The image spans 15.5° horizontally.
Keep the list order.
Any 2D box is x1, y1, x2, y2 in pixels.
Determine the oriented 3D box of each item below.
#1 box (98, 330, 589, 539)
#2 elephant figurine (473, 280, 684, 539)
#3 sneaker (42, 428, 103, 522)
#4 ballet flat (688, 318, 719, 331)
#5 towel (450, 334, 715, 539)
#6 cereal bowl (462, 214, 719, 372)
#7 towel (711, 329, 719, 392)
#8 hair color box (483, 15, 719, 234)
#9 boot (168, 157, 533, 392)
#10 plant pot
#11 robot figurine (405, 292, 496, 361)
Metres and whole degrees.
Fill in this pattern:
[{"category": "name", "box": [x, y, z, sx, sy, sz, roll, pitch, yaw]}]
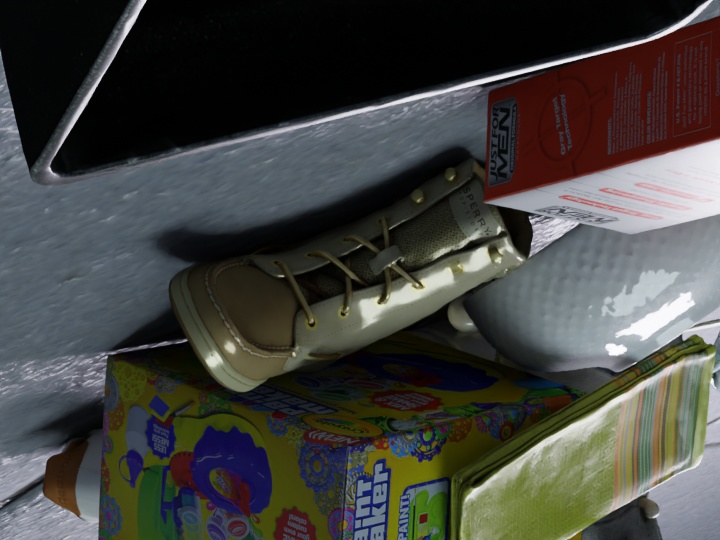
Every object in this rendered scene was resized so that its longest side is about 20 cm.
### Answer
[{"category": "box", "box": [-0.010, 0.115, 1.476, 0.192, 0.122, 0.200, -9, -161, -43]}, {"category": "elephant figurine", "box": [0.125, 0.108, 1.554, 0.155, 0.142, 0.200, -3, -154, 24]}, {"category": "sneaker", "box": [-0.139, 0.120, 1.636, 0.085, 0.073, 0.200, 5, 178, 14]}, {"category": "ballet flat", "box": [0.251, -0.008, 1.728, 0.072, 0.072, 0.200, -8, 159, -44]}, {"category": "towel", "box": [0.123, 0.108, 1.442, 0.200, 0.018, 0.086, -26, 127, -37]}, {"category": "cereal bowl", "box": [0.160, -0.003, 1.483, 0.200, 0.083, 0.200, -35, 178, -1]}, {"category": "towel", "box": [0.258, -0.008, 1.549, 0.200, 0.048, 0.171, 74, 42, -83]}, {"category": "hair color box", "box": [0.157, -0.068, 1.240, 0.101, 0.061, 0.200, 11, 165, -34]}, {"category": "boot", "box": [0.000, 0.000, 1.365, 0.155, 0.073, 0.200, -27, 168, 19]}, {"category": "plant pot", "box": [0.004, -0.158, 0.622, 0.199, 0.178, 0.200, -16, 165, -27]}, {"category": "robot figurine", "box": [0.076, 0.085, 1.700, 0.200, 0.113, 0.170, -14, 123, -33]}]
